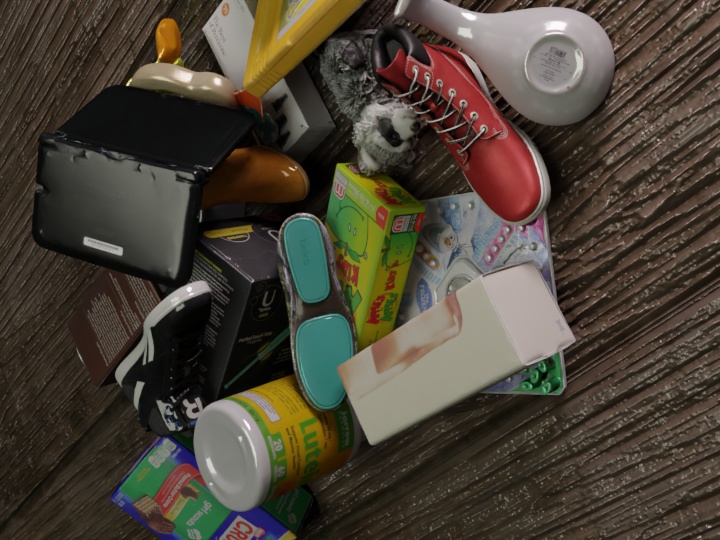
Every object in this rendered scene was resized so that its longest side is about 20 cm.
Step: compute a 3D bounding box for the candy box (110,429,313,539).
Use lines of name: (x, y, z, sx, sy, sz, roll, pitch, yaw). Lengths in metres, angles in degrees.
candy box: (-0.185, 0.282, 1.064, 0.199, 0.077, 0.169, 38, 125, -7)

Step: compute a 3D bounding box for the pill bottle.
pill bottle: (-0.068, 0.168, 0.914, 0.110, 0.199, 0.113, 12, 108, 41)

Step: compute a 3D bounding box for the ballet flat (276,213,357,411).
ballet flat: (-0.045, 0.042, 0.891, 0.071, 0.072, 0.203, -10, 89, 41)

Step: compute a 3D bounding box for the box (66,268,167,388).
box: (-0.284, 0.051, 1.074, 0.200, 0.075, 0.101, -43, 70, 35)

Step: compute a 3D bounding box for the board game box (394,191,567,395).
board game box: (0.102, 0.025, 0.863, 0.198, 0.026, 0.203, -5, 93, 42)

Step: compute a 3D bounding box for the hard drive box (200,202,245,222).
hard drive box: (-0.232, -0.028, 1.114, 0.155, 0.076, 0.203, 19, 108, 37)

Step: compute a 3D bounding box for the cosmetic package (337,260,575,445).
cosmetic package: (0.084, 0.079, 0.803, 0.199, 0.103, 0.088, -35, 75, 37)

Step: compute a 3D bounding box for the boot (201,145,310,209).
boot: (-0.170, -0.084, 0.948, 0.199, 0.144, 0.072, 15, 129, 28)

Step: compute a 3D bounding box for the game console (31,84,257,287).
game console: (-0.227, -0.095, 0.901, 0.198, 0.116, 0.178, 15, 103, 21)

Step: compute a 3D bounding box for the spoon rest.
spoon rest: (0.128, -0.201, 0.757, 0.198, 0.061, 0.100, 26, 103, 2)

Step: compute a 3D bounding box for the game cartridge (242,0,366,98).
game cartridge: (-0.047, -0.296, 0.882, 0.199, 0.032, 0.178, -31, 43, 38)

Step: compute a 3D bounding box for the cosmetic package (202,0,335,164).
cosmetic package: (-0.109, -0.225, 0.993, 0.082, 0.050, 0.202, -38, 72, 37)

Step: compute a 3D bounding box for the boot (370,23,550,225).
boot: (0.082, -0.129, 0.762, 0.072, 0.143, 0.201, -41, 63, 27)

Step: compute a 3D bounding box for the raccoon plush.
raccoon plush: (0.001, -0.183, 0.905, 0.200, 0.096, 0.136, -138, 42, -59)

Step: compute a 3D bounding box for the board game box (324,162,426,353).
board game box: (0.000, 0.000, 0.902, 0.102, 0.047, 0.202, 44, 132, 42)

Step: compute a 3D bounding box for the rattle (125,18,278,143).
rattle: (-0.164, -0.223, 0.991, 0.198, 0.144, 0.131, -3, 133, 35)

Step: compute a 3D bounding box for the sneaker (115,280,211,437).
sneaker: (-0.183, 0.105, 0.904, 0.112, 0.073, 0.200, 55, 135, 14)

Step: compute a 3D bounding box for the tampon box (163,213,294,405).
tampon box: (-0.137, 0.054, 0.994, 0.126, 0.149, 0.202, 36, 118, 30)
